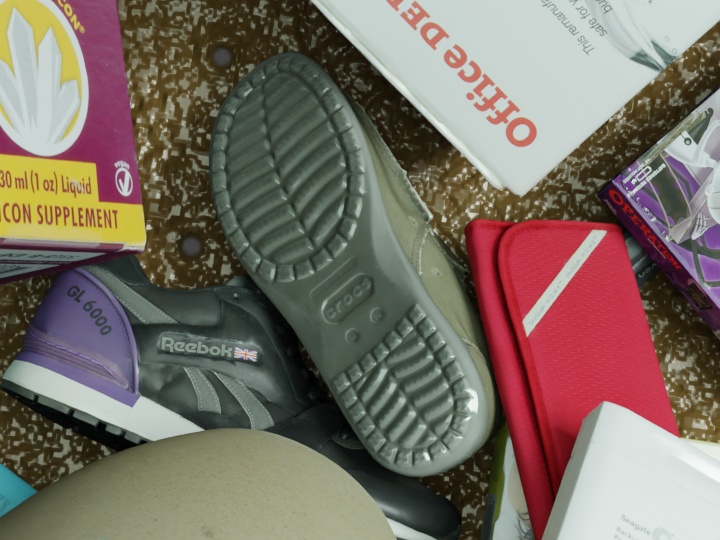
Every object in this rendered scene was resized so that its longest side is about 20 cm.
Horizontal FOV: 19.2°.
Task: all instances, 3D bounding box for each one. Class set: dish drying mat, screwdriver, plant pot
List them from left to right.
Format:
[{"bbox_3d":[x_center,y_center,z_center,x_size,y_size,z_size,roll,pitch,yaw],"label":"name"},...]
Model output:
[{"bbox_3d":[-0.055,0.138,0.786,0.199,0.201,0.135,30,50,1],"label":"plant pot"},{"bbox_3d":[0.065,0.031,0.913,0.200,0.029,0.028,-38,87,3],"label":"screwdriver"},{"bbox_3d":[0.095,0.068,0.836,0.076,0.018,0.201,4,57,-27],"label":"dish drying mat"}]

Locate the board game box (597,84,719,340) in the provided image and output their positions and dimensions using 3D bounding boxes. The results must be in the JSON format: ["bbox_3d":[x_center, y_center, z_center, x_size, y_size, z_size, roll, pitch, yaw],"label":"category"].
[{"bbox_3d":[0.211,-0.051,0.904,0.200,0.032,0.120,-40,91,-15],"label":"board game box"}]

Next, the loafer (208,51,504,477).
[{"bbox_3d":[0.000,0.000,0.883,0.075,0.070,0.201,-32,66,17],"label":"loafer"}]

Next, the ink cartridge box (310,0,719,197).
[{"bbox_3d":[0.082,-0.152,0.847,0.200,0.083,0.147,-41,114,11],"label":"ink cartridge box"}]

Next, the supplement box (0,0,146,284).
[{"bbox_3d":[-0.169,-0.099,0.839,0.103,0.131,0.202,-11,84,31],"label":"supplement box"}]

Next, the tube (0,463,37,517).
[{"bbox_3d":[-0.181,0.093,0.882,0.200,0.050,0.078,42,97,-2],"label":"tube"}]

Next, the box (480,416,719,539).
[{"bbox_3d":[0.152,0.109,0.889,0.198,0.050,0.076,8,83,-2],"label":"box"}]

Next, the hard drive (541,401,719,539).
[{"bbox_3d":[0.111,0.161,0.758,0.131,0.027,0.201,29,56,-8],"label":"hard drive"}]

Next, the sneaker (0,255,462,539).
[{"bbox_3d":[-0.042,0.049,0.875,0.199,0.076,0.088,24,78,3],"label":"sneaker"}]
